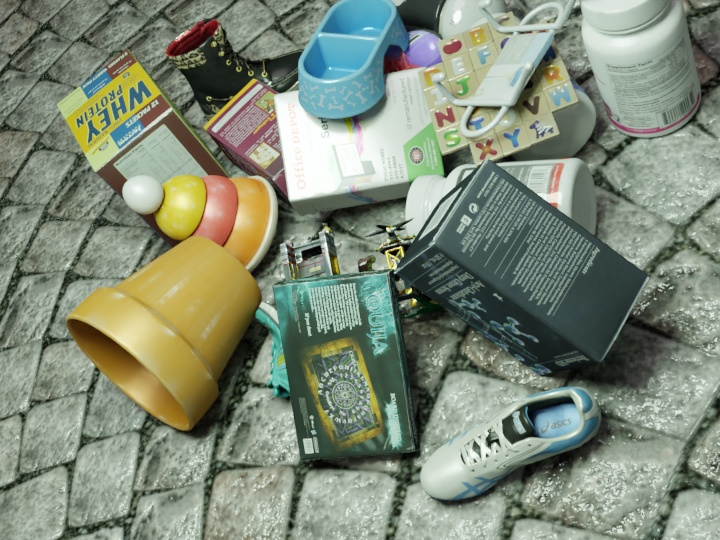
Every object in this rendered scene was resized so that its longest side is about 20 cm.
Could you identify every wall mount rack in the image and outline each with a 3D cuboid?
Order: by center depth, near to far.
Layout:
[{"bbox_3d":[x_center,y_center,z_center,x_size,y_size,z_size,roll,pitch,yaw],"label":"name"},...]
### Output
[{"bbox_3d":[0.173,-0.246,1.044,0.174,0.075,0.200,12,66,54],"label":"wall mount rack"}]

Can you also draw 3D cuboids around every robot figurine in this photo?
[{"bbox_3d":[0.113,-0.353,1.318,0.200,0.125,0.151,25,82,39],"label":"robot figurine"}]

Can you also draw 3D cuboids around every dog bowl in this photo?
[{"bbox_3d":[-0.011,-0.273,1.168,0.111,0.050,0.200,10,53,20],"label":"dog bowl"}]

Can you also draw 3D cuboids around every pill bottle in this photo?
[{"bbox_3d":[0.319,-0.257,1.077,0.113,0.200,0.114,-15,51,19],"label":"pill bottle"},{"bbox_3d":[0.162,-0.068,1.085,0.199,0.116,0.116,0,58,30],"label":"pill bottle"},{"bbox_3d":[0.204,-0.232,1.182,0.114,0.114,0.200,-29,49,8],"label":"pill bottle"}]

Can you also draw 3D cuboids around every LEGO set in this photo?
[{"bbox_3d":[0.000,0.000,1.097,0.199,0.154,0.116,-19,72,25],"label":"LEGO set"}]

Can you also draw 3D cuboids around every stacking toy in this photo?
[{"bbox_3d":[-0.222,-0.081,1.235,0.146,0.200,0.147,-25,56,43],"label":"stacking toy"}]

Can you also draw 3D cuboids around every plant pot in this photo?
[{"bbox_3d":[-0.226,0.064,1.164,0.200,0.201,0.183,19,57,37],"label":"plant pot"}]

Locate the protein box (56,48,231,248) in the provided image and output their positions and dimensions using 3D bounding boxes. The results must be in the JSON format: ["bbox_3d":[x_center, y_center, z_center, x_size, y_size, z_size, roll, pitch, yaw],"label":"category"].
[{"bbox_3d":[-0.303,-0.172,1.363,0.135,0.200,0.199,-39,47,-2],"label":"protein box"}]

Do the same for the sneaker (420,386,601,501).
[{"bbox_3d":[0.146,0.171,0.950,0.199,0.073,0.072,-28,50,11],"label":"sneaker"}]

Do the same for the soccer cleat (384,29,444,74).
[{"bbox_3d":[0.030,-0.277,1.252,0.073,0.068,0.200,-29,23,-38],"label":"soccer cleat"}]

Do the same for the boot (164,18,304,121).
[{"bbox_3d":[-0.186,-0.319,1.438,0.199,0.151,0.073,-20,50,16],"label":"boot"}]

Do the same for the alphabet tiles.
[{"bbox_3d":[0.159,-0.217,1.107,0.166,0.006,0.201,-20,57,12],"label":"alphabet tiles"}]

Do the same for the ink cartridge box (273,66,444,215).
[{"bbox_3d":[-0.001,-0.163,1.199,0.199,0.084,0.145,-10,82,4],"label":"ink cartridge box"}]

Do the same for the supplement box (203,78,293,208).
[{"bbox_3d":[-0.120,-0.181,1.344,0.110,0.086,0.200,-46,48,-7],"label":"supplement box"}]

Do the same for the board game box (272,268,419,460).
[{"bbox_3d":[-0.015,0.104,1.023,0.135,0.028,0.201,-6,97,16],"label":"board game box"}]

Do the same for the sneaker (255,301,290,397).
[{"bbox_3d":[-0.084,0.111,1.124,0.080,0.077,0.200,-43,47,7],"label":"sneaker"}]

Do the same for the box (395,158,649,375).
[{"bbox_3d":[0.157,0.003,0.952,0.200,0.148,0.107,35,74,-3],"label":"box"}]
